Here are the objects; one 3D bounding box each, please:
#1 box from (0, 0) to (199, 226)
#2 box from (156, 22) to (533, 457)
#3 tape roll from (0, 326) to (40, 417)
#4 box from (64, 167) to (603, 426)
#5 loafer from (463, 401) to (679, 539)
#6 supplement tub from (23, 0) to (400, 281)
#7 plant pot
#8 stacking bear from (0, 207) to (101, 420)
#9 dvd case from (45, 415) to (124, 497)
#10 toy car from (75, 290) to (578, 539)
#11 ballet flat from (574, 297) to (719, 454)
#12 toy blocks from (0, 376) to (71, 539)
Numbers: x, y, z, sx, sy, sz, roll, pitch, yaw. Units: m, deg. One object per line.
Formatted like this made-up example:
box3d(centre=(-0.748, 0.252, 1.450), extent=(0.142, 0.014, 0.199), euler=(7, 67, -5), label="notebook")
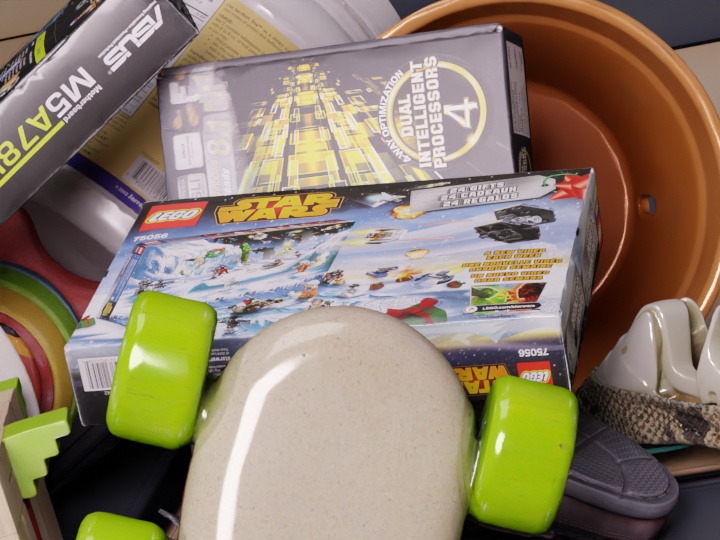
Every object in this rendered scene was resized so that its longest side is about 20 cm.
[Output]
box3d(centre=(-0.159, -0.066, 1.299), extent=(0.193, 0.048, 0.200), euler=(-42, 11, 1), label="box")
box3d(centre=(0.000, 0.000, 1.237), extent=(0.161, 0.200, 0.049), euler=(-6, -3, 16), label="box")
box3d(centre=(-0.227, 0.087, 1.154), extent=(0.203, 0.203, 0.037), euler=(-24, 19, -29), label="tape roll")
box3d(centre=(-0.007, 0.009, 1.144), extent=(0.200, 0.040, 0.137), euler=(-4, 27, 13), label="box")
box3d(centre=(0.037, 0.077, 1.174), extent=(0.200, 0.063, 0.072), euler=(23, 23, 21), label="loafer")
box3d(centre=(-0.083, -0.082, 1.482), extent=(0.200, 0.145, 0.145), euler=(-52, 29, -14), label="supplement tub")
box3d(centre=(0.071, -0.030, 1.337), extent=(0.200, 0.200, 0.140), euler=(-14, 1, 0), label="plant pot")
box3d(centre=(-0.185, 0.050, 1.360), extent=(0.114, 0.121, 0.200), euler=(-50, 6, 9), label="stacking bear")
box3d(centre=(-0.091, 0.048, 1.358), extent=(0.143, 0.018, 0.200), euler=(-43, -3, 37), label="dvd case")
box3d(centre=(-0.020, 0.098, 1.073), extent=(0.164, 0.158, 0.200), euler=(13, -7, -2), label="toy car")
box3d(centre=(0.155, 0.047, 1.184), extent=(0.068, 0.075, 0.200), euler=(-26, 20, -36), label="ballet flat")
box3d(centre=(-0.140, 0.130, 1.078), extent=(0.100, 0.137, 0.200), euler=(-17, 10, -2), label="toy blocks")
